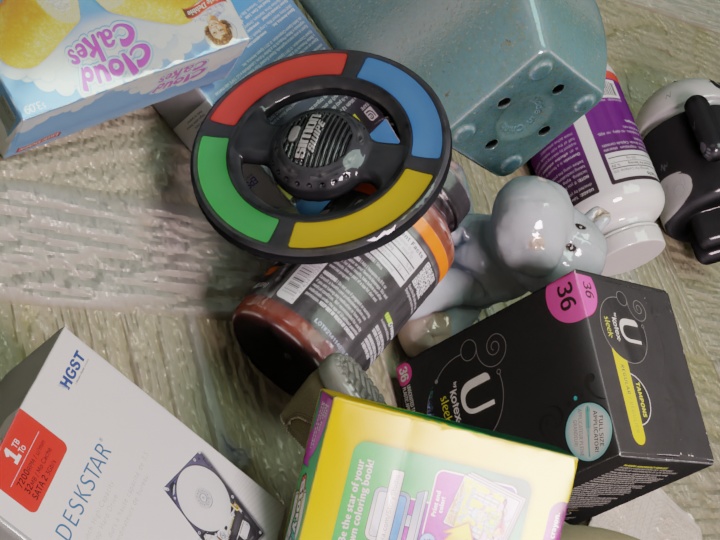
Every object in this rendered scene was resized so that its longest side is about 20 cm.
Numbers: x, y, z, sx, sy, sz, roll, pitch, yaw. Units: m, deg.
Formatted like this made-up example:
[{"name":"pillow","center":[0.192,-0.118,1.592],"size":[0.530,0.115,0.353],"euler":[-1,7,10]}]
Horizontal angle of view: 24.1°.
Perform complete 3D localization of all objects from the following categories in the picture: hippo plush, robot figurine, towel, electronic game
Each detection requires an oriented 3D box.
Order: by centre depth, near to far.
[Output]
[{"name":"electronic game","center":[-0.030,-0.088,1.258],"size":[0.042,0.197,0.202],"euler":[76,9,-53]},{"name":"hippo plush","center":[0.118,0.003,1.395],"size":[0.200,0.160,0.160],"euler":[48,55,-38]},{"name":"towel","center":[0.240,0.253,1.475],"size":[0.132,0.034,0.201],"euler":[44,38,-14]},{"name":"robot figurine","center":[0.373,-0.111,1.826],"size":[0.124,0.150,0.202],"euler":[3,60,-32]}]

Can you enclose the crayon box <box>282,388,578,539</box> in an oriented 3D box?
[{"name":"crayon box","center":[0.034,0.197,1.107],"size":[0.171,0.058,0.202],"euler":[15,89,-10]}]

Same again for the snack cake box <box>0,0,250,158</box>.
[{"name":"snack cake box","center":[-0.195,-0.174,1.236],"size":[0.199,0.067,0.116],"euler":[-25,81,-32]}]

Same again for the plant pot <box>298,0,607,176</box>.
[{"name":"plant pot","center":[0.099,-0.200,1.427],"size":[0.196,0.195,0.201],"euler":[24,32,-53]}]

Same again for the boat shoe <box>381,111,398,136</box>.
[{"name":"boat shoe","center":[0.031,-0.106,1.486],"size":[0.072,0.071,0.201],"euler":[41,39,-17]}]

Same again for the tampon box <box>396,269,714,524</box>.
[{"name":"tampon box","center":[0.151,0.113,1.336],"size":[0.125,0.199,0.151],"euler":[10,58,-43]}]

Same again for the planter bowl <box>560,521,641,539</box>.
[{"name":"planter bowl","center":[0.152,0.270,1.257],"size":[0.135,0.202,0.199],"euler":[40,29,28]}]

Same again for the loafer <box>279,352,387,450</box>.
[{"name":"loafer","center":[0.013,0.152,1.175],"size":[0.201,0.069,0.075],"euler":[57,14,-9]}]

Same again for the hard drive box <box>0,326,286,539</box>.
[{"name":"hard drive box","center":[-0.159,0.163,1.064],"size":[0.200,0.077,0.157],"euler":[41,38,-19]}]

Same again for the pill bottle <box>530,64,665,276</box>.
[{"name":"pill bottle","center":[0.231,-0.101,1.672],"size":[0.112,0.112,0.202],"euler":[4,60,-46]}]

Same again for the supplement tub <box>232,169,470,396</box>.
[{"name":"supplement tub","center":[0.000,0.000,1.281],"size":[0.107,0.107,0.200],"euler":[46,65,-11]}]

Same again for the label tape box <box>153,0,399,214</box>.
[{"name":"label tape box","center":[-0.069,-0.125,1.375],"size":[0.201,0.066,0.143],"euler":[52,50,-9]}]
